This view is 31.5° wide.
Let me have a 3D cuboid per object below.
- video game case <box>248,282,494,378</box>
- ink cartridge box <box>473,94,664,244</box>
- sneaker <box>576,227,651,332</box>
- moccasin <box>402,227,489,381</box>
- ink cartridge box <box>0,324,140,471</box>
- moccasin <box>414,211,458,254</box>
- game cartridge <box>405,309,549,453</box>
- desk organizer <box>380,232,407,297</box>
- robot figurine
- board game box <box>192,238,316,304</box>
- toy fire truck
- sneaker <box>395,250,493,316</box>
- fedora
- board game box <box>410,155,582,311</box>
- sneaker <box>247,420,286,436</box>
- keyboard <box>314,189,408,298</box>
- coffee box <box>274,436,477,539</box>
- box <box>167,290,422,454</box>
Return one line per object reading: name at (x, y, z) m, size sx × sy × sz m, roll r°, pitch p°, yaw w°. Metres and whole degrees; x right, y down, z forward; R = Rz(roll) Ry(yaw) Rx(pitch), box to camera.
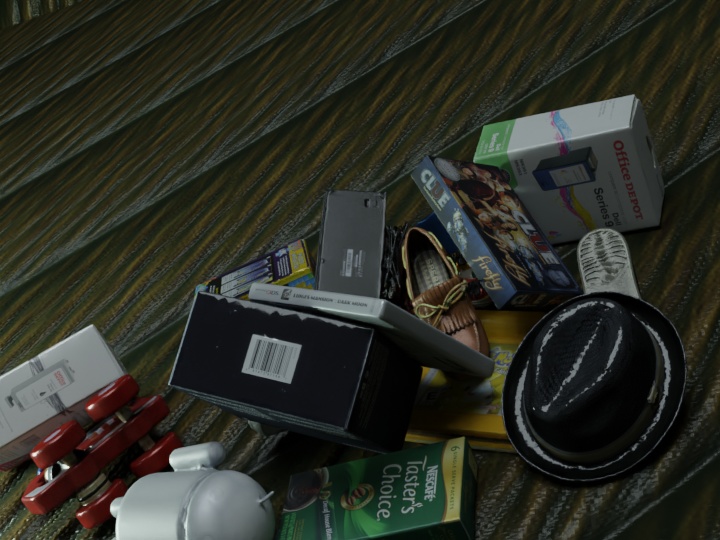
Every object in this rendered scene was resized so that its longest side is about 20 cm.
video game case at (0.013, 0.061, 1.310) m, size 0.181 × 0.200 × 0.023 m, roll 6°, pitch 74°, yaw 41°
ink cartridge box at (0.258, -0.118, 1.566) m, size 0.199 × 0.146 × 0.088 m, roll -10°, pitch 33°, yaw 23°
sneaker at (0.277, 0.064, 1.350) m, size 0.074 × 0.106 × 0.201 m, roll -8°, pitch 63°, yaw 20°
moccasin at (0.092, 0.035, 1.420) m, size 0.073 × 0.078 × 0.202 m, roll -20°, pitch 52°, yaw 12°
ink cartridge box at (-0.388, 0.161, 1.587) m, size 0.199 × 0.083 × 0.147 m, roll -30°, pitch -11°, yaw -9°
moccasin at (0.126, -0.062, 1.599) m, size 0.068 × 0.081 × 0.200 m, roll -28°, pitch 12°, yaw -14°
game cartridge at (0.138, 0.114, 1.399) m, size 0.176 × 0.033 × 0.200 m, roll 0°, pitch 39°, yaw 36°
desk organizer at (0.003, -0.014, 1.633) m, size 0.071 × 0.077 × 0.200 m, roll 5°, pitch 2°, yaw -11°
robot figurine at (-0.167, 0.260, 1.294) m, size 0.199 × 0.171 × 0.113 m, roll -8°, pitch -11°, yaw 37°
board game box at (-0.133, 0.032, 1.653) m, size 0.165 × 0.057 × 0.200 m, roll -23°, pitch 13°, yaw 1°
toy fire truck at (-0.315, 0.217, 1.511) m, size 0.200 × 0.112 × 0.168 m, roll -41°, pitch 10°, yaw -28°
sneaker at (0.114, 0.021, 1.537) m, size 0.200 × 0.082 × 0.078 m, roll -4°, pitch 77°, yaw 52°
fedora at (0.216, 0.098, 1.236) m, size 0.200 × 0.092 × 0.202 m, roll -11°, pitch 59°, yaw 19°
board game box at (0.156, -0.041, 1.451) m, size 0.035 × 0.135 × 0.200 m, roll -48°, pitch 59°, yaw 30°
sneaker at (-0.031, 0.135, 1.439) m, size 0.199 × 0.078 × 0.099 m, roll -28°, pitch 38°, yaw -14°
keyboard at (0.000, 0.000, 1.498) m, size 0.103 × 0.040 × 0.201 m, roll 5°, pitch 64°, yaw 2°
coffee box at (0.017, 0.238, 1.276) m, size 0.199 × 0.044 × 0.123 m, roll -14°, pitch 31°, yaw 18°
box at (-0.061, 0.109, 1.313) m, size 0.199 × 0.182 × 0.105 m, roll 11°, pitch 77°, yaw 21°
